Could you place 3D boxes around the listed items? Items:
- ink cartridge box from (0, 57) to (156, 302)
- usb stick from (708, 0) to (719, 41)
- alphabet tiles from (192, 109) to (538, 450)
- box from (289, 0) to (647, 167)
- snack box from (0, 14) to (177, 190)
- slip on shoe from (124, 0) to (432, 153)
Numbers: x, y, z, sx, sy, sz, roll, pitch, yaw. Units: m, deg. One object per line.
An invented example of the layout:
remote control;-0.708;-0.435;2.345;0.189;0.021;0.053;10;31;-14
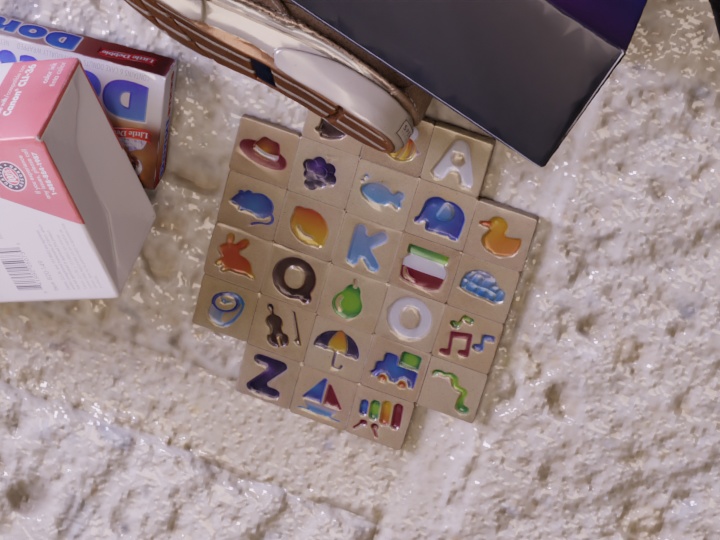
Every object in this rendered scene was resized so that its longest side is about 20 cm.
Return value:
ink cartridge box;-0.224;-0.044;1.401;0.199;0.068;0.117;-2;134;23
usb stick;0.204;-0.099;1.289;0.055;0.033;0.201;1;119;38
alphabet tiles;0.000;0.000;1.419;0.166;0.006;0.201;19;121;6
box;0.035;-0.158;1.247;0.200;0.141;0.079;33;119;-4
snack box;-0.197;-0.101;1.409;0.199;0.024;0.072;15;123;8
slip on shoe;-0.051;-0.134;1.335;0.200;0.076;0.061;30;82;8
